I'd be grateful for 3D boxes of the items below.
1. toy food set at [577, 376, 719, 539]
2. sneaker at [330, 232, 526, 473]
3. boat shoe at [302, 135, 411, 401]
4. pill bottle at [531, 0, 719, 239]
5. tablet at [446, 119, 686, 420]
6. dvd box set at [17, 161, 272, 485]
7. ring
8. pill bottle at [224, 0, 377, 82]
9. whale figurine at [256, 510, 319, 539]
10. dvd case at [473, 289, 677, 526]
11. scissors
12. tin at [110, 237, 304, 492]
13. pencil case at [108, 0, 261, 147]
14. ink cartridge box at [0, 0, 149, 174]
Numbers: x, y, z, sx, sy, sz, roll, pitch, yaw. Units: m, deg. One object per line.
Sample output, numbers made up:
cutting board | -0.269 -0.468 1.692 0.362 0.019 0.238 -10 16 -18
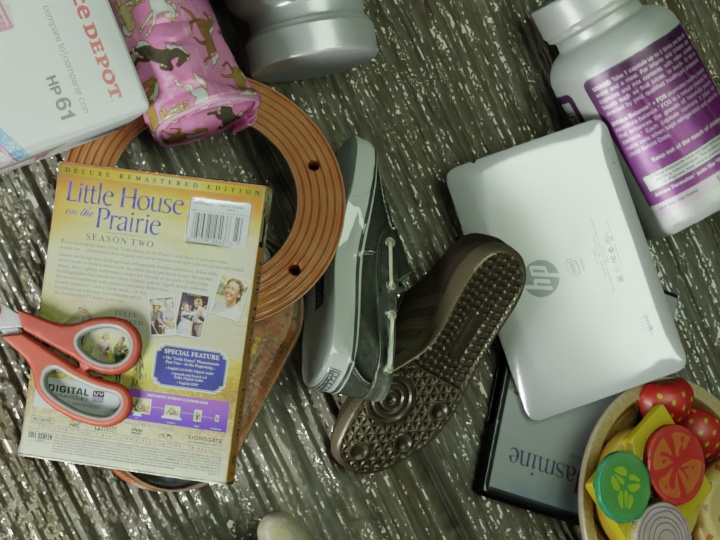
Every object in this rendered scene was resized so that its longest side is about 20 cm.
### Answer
toy food set | 0.243 0.181 1.661 0.198 0.049 0.200 -44 110 -33
sneaker | 0.044 0.060 1.596 0.070 0.076 0.200 41 87 -26
boat shoe | 0.000 0.000 1.565 0.063 0.071 0.201 17 63 -22
pill bottle | 0.216 -0.134 1.686 0.112 0.112 0.200 -34 97 -28
tablet | 0.154 -0.001 1.638 0.130 0.014 0.201 -19 89 -3
dvd box set | -0.143 0.034 1.453 0.146 0.029 0.201 6 87 8
ring | -0.110 -0.050 1.522 0.200 0.019 0.201 3 67 -8
pill bottle | -0.050 -0.245 1.568 0.115 0.116 0.201 -7 84 -28
whale figurine | -0.069 0.245 1.495 0.199 0.104 0.160 8 77 0
dvd case | 0.167 0.093 1.673 0.142 0.018 0.201 19 73 -24
scissors | -0.236 0.039 1.442 0.199 0.014 0.073 22 91 7
tin | -0.116 0.061 1.525 0.112 0.042 0.200 37 66 -21
pencil case | -0.139 -0.183 1.511 0.086 0.083 0.201 -20 77 -7
ink cartridge box | -0.260 -0.136 1.451 0.200 0.085 0.145 -22 91 -24
